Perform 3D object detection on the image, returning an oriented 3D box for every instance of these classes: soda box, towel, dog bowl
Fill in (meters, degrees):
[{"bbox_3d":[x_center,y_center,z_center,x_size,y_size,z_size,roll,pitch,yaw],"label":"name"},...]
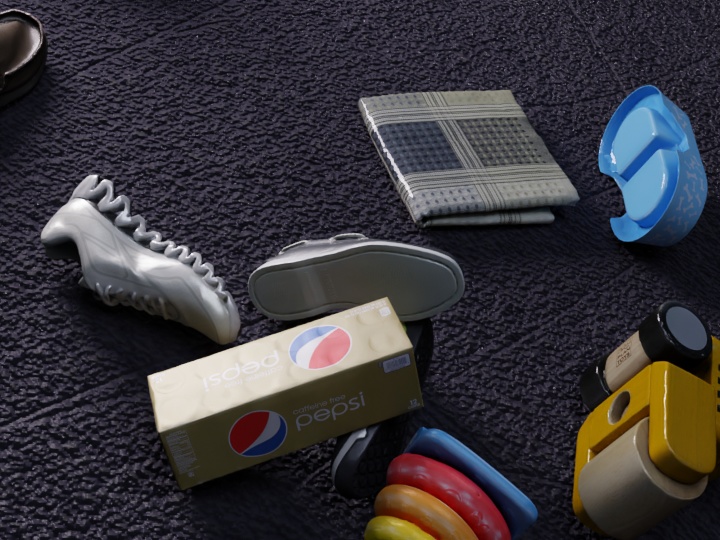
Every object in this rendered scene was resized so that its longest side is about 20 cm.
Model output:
[{"bbox_3d":[-0.057,0.092,0.869,0.198,0.065,0.068,-17,37,-7],"label":"soda box"},{"bbox_3d":[0.113,-0.121,1.216,0.198,0.035,0.194,-6,48,-22],"label":"towel"},{"bbox_3d":[0.315,-0.109,1.223,0.049,0.112,0.201,20,43,-20],"label":"dog bowl"}]

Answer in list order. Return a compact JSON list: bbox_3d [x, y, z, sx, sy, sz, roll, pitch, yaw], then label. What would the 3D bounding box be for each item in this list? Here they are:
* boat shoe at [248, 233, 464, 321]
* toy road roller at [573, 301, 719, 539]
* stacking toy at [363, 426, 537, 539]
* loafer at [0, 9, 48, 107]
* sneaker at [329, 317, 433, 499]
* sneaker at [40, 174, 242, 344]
[{"bbox_3d":[0.000,0.000,0.977,0.198,0.076,0.060,1,26,23],"label":"boat shoe"},{"bbox_3d":[0.272,0.139,0.957,0.145,0.123,0.201,29,46,-9],"label":"toy road roller"},{"bbox_3d":[0.028,0.223,0.824,0.109,0.116,0.200,36,60,8],"label":"stacking toy"},{"bbox_3d":[-0.356,-0.194,1.074,0.072,0.072,0.201,23,45,1],"label":"loafer"},{"bbox_3d":[0.000,0.106,0.947,0.082,0.072,0.201,7,40,19],"label":"sneaker"},{"bbox_3d":[-0.185,0.006,0.962,0.199,0.075,0.081,36,60,17],"label":"sneaker"}]
